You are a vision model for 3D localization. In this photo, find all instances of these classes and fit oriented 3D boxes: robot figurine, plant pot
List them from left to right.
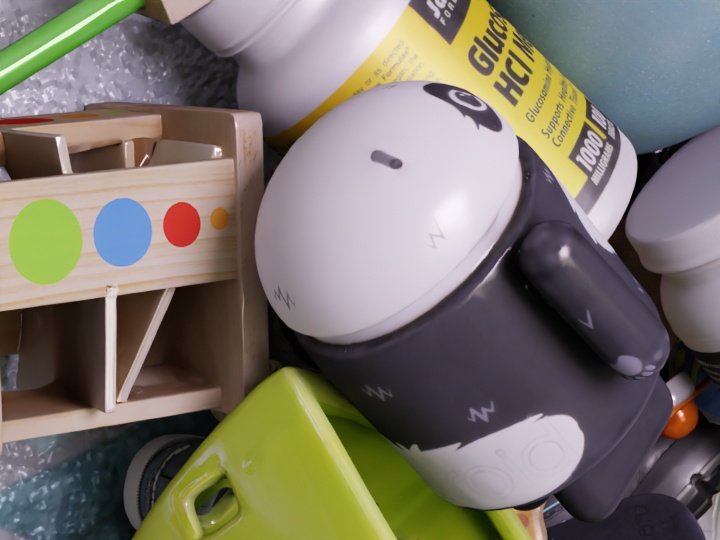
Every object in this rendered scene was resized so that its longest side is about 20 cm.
[{"bbox_3d":[-0.010,0.185,1.013,0.181,0.200,0.200,-39,152,13],"label":"plant pot"},{"bbox_3d":[0.045,0.014,0.971,0.200,0.150,0.125,48,25,-29],"label":"robot figurine"},{"bbox_3d":[0.129,-0.136,1.150,0.199,0.200,0.135,-14,140,-35],"label":"plant pot"}]

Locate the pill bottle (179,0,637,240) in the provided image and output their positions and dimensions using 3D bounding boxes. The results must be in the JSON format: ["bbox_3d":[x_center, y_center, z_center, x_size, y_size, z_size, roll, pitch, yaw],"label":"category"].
[{"bbox_3d":[0.019,-0.077,1.061,0.200,0.112,0.113,41,71,-18],"label":"pill bottle"}]

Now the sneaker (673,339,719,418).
[{"bbox_3d":[0.231,-0.013,1.245,0.082,0.071,0.201,24,87,-20],"label":"sneaker"}]

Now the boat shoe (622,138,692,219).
[{"bbox_3d":[0.161,-0.070,1.239,0.064,0.072,0.202,14,84,-4],"label":"boat shoe"}]

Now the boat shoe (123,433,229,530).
[{"bbox_3d":[-0.014,0.111,1.133,0.199,0.062,0.073,6,90,-38],"label":"boat shoe"}]

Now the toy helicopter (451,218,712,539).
[{"bbox_3d":[0.102,0.067,1.158,0.132,0.079,0.201,26,68,-5],"label":"toy helicopter"}]

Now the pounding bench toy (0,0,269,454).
[{"bbox_3d":[-0.137,-0.037,0.983,0.155,0.124,0.202,-7,100,-35],"label":"pounding bench toy"}]

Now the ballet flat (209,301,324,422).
[{"bbox_3d":[0.000,0.000,1.132,0.200,0.057,0.067,-44,121,-24],"label":"ballet flat"}]

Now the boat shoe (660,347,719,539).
[{"bbox_3d":[0.159,0.133,1.266,0.068,0.072,0.202,15,89,-22],"label":"boat shoe"}]

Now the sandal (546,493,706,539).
[{"bbox_3d":[0.071,0.161,1.157,0.199,0.076,0.043,-28,161,6],"label":"sandal"}]

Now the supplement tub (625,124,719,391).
[{"bbox_3d":[0.232,0.023,1.139,0.140,0.140,0.200,-45,106,-23],"label":"supplement tub"}]

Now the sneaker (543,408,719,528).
[{"bbox_3d":[0.102,0.138,1.221,0.200,0.079,0.075,-45,157,0],"label":"sneaker"}]
